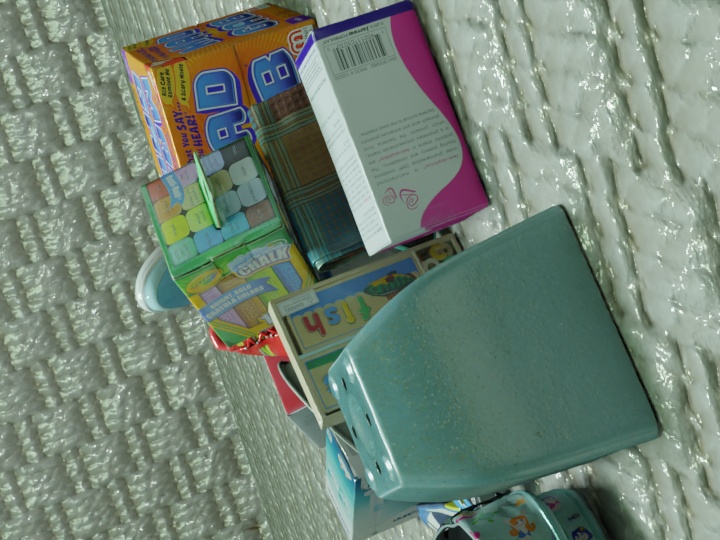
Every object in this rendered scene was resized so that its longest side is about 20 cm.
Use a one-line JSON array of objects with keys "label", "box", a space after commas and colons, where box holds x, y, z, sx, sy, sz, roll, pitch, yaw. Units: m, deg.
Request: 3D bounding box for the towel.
[{"label": "towel", "box": [-0.016, -0.111, 1.329, 0.022, 0.146, 0.201, 61, -176, -68]}]

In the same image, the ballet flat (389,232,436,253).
[{"label": "ballet flat", "box": [0.013, -0.092, 1.375, 0.200, 0.068, 0.068, 60, 138, 42]}]

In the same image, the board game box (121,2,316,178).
[{"label": "board game box", "box": [-0.151, -0.192, 1.619, 0.200, 0.199, 0.201, -141, 34, -65]}]

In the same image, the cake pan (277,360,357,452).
[{"label": "cake pan", "box": [0.000, 0.149, 1.397, 0.200, 0.037, 0.200, 40, -176, -4]}]

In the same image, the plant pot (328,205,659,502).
[{"label": "plant pot", "box": [0.087, 0.091, 1.091, 0.196, 0.199, 0.197, 123, 127, -73]}]

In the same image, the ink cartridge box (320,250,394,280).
[{"label": "ink cartridge box", "box": [0.000, 0.000, 1.474, 0.200, 0.116, 0.068, 163, 88, -76]}]

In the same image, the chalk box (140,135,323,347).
[{"label": "chalk box", "box": [-0.131, -0.037, 1.328, 0.200, 0.123, 0.125, 60, -174, -55]}]

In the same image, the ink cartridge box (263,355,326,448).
[{"label": "ink cartridge box", "box": [-0.076, 0.092, 1.645, 0.201, 0.084, 0.176, 65, -176, 30]}]

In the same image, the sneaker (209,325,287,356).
[{"label": "sneaker", "box": [-0.109, 0.072, 1.518, 0.200, 0.085, 0.077, -12, 89, 58]}]

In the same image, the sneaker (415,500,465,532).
[{"label": "sneaker", "box": [0.118, 0.289, 1.517, 0.083, 0.074, 0.200, 66, 169, 0]}]

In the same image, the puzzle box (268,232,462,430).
[{"label": "puzzle box", "box": [0.027, 0.056, 1.273, 0.025, 0.199, 0.133, 101, 145, -65]}]

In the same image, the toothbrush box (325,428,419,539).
[{"label": "toothbrush box", "box": [0.040, 0.228, 1.579, 0.200, 0.146, 0.085, 90, 156, -58]}]

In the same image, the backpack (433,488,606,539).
[{"label": "backpack", "box": [0.154, 0.283, 1.200, 0.200, 0.150, 0.178, 94, 151, -75]}]

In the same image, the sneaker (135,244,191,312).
[{"label": "sneaker", "box": [-0.150, -0.003, 1.526, 0.130, 0.200, 0.080, 12, 123, 43]}]

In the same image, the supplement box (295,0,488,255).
[{"label": "supplement box", "box": [0.026, -0.127, 1.226, 0.103, 0.101, 0.201, 144, 106, -76]}]

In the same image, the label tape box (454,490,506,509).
[{"label": "label tape box", "box": [0.111, 0.159, 1.380, 0.143, 0.066, 0.201, -137, 28, -65]}]
